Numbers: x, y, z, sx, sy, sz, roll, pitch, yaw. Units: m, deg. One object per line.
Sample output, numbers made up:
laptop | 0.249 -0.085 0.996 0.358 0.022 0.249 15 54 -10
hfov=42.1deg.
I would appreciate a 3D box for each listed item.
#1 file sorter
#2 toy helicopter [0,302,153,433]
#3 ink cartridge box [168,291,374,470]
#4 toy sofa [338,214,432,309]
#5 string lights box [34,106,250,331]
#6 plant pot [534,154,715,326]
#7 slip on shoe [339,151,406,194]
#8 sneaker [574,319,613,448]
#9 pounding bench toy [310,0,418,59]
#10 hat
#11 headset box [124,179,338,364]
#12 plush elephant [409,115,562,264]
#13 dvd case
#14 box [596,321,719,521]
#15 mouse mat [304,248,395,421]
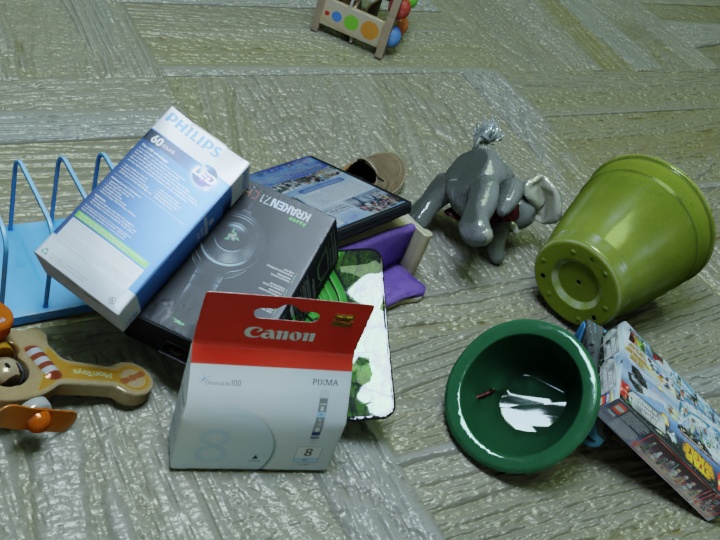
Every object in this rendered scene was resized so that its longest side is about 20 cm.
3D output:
file sorter | -0.346 -0.037 0.982 0.199 0.123 0.139 -11 49 -35
toy helicopter | -0.290 0.106 0.886 0.199 0.079 0.133 11 32 -33
ink cartridge box | -0.084 0.110 0.872 0.159 0.201 0.047 6 42 -19
toy sofa | 0.000 0.000 1.133 0.199 0.083 0.098 -20 54 -40
string lights box | -0.208 -0.053 0.919 0.103 0.059 0.200 36 69 6
plant pot | 0.336 -0.026 1.249 0.200 0.201 0.193 40 50 21
slip on shoe | 0.008 -0.129 1.303 0.076 0.061 0.200 36 41 17
sneaker | 0.299 0.136 1.124 0.081 0.073 0.200 20 39 -1
pounding bench toy | 0.026 -0.493 1.681 0.155 0.125 0.200 24 39 2
hat | 0.202 0.157 1.098 0.165 0.176 0.200 40 82 25
headset box | -0.142 0.012 0.978 0.173 0.093 0.201 24 66 13
plush elephant | 0.179 -0.087 1.283 0.155 0.164 0.201 42 65 -34
dvd case | -0.054 -0.090 1.157 0.142 0.018 0.200 -23 36 -36
box | 0.350 0.171 1.076 0.200 0.040 0.137 43 36 -13
mouse mat | -0.049 0.068 1.005 0.160 0.008 0.201 -4 62 -2
